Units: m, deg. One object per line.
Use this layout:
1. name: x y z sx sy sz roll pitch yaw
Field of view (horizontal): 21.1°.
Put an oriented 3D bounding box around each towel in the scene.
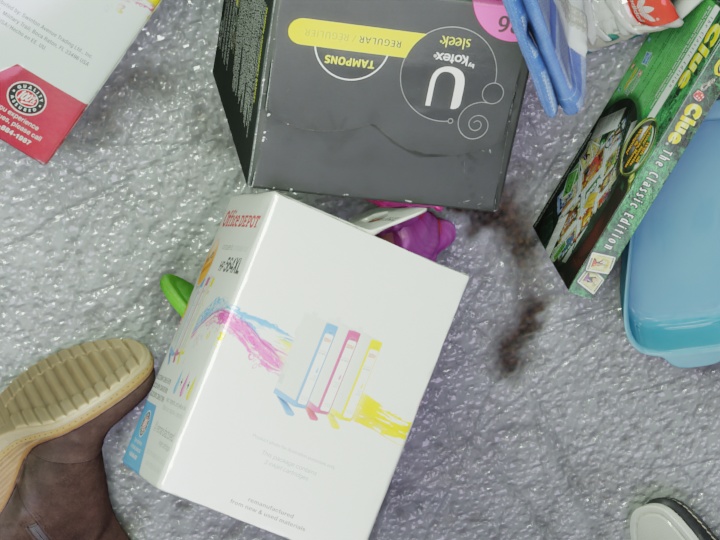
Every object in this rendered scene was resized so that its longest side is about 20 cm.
1. towel: 0.096 -0.197 1.027 0.024 0.200 0.147 -9 136 20

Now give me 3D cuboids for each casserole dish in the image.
1. casserole dish: 0.233 -0.029 1.315 0.121 0.039 0.201 -6 117 -14

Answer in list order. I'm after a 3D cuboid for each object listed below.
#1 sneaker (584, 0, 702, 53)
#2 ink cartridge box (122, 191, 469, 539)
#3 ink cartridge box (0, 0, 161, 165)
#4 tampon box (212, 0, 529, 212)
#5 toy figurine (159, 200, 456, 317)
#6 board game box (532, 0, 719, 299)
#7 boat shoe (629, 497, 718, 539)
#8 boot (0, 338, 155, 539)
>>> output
1. sneaker: 0.153 -0.174 1.206 0.199 0.093 0.070 -28 117 3
2. ink cartridge box: -0.035 0.046 1.111 0.125 0.129 0.201 23 85 -15
3. ink cartridge box: -0.187 -0.197 1.104 0.145 0.145 0.200 32 106 -22
4. tampon box: 0.002 -0.136 1.137 0.149 0.200 0.127 5 114 -13
5. toy figurine: 0.000 0.000 1.257 0.184 0.150 0.200 -48 136 3
6. board game box: 0.180 -0.087 1.247 0.023 0.105 0.200 24 109 -16
7. boat shoe: 0.273 0.243 1.446 0.060 0.074 0.200 -43 103 -34
8. boot: -0.194 0.147 1.326 0.200 0.072 0.166 -33 129 5
